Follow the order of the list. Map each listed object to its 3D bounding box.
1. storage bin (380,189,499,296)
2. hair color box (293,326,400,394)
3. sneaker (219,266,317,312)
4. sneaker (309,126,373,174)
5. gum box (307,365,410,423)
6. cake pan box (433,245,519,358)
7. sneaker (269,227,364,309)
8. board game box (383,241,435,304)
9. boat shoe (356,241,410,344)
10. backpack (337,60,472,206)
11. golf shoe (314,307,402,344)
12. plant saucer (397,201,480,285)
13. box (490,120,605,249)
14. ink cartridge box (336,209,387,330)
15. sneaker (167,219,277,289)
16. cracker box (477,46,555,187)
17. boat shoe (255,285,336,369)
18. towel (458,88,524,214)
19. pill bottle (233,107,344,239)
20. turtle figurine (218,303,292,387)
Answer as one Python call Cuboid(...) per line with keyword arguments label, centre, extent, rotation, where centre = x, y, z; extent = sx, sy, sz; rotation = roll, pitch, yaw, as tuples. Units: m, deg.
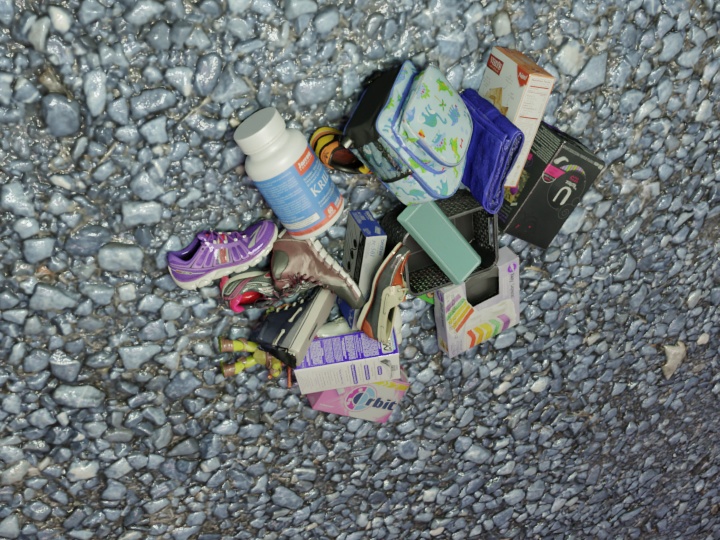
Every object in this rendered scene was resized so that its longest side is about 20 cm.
Cuboid(label="storage bin", centre=(0.148, -0.053, 1.490), extent=(0.198, 0.094, 0.137), rotation=(-18, 120, -18))
Cuboid(label="hair color box", centre=(-0.025, 0.170, 1.515), extent=(0.197, 0.066, 0.110), rotation=(-8, 148, 0))
Cuboid(label="sneaker", centre=(-0.151, 0.031, 1.451), extent=(0.197, 0.075, 0.081), rotation=(-16, 128, -13))
Cuboid(label="sneaker", centre=(0.013, -0.186, 1.360), extent=(0.197, 0.090, 0.071), rotation=(6, 121, -26))
Cuboid(label="gum box", centre=(-0.001, 0.241, 1.666), extent=(0.198, 0.066, 0.114), rotation=(18, 116, -32))
Cuboid(label="cake pan box", centre=(0.239, 0.063, 1.640), extent=(0.182, 0.052, 0.202), rotation=(-25, 133, -18))
Cuboid(label="sneaker", centre=(-0.092, 0.016, 1.411), extent=(0.115, 0.076, 0.200), rotation=(-42, 93, -14))
Cuboid(label="board game box", centre=(0.106, -0.002, 1.570), extent=(0.198, 0.030, 0.096), rotation=(24, 109, -31))
Cuboid(label="boat shoe", centre=(0.052, 0.041, 1.415), extent=(0.071, 0.062, 0.202), rotation=(-34, 151, -53))
Cuboid(label="backpack", centre=(0.092, -0.211, 1.292), extent=(0.146, 0.185, 0.200), rotation=(-11, 135, 42))
Cuboid(label="golf shoe", centre=(-0.008, 0.103, 1.577), extent=(0.197, 0.075, 0.093), rotation=(0, 108, -26))
Cuboid(label="plant saucer", centre=(0.145, -0.053, 1.422), extent=(0.070, 0.019, 0.200), rotation=(-46, 124, -2))
Cuboid(label="box", centre=(0.341, -0.160, 1.512), extent=(0.121, 0.106, 0.201), rotation=(18, 115, -31))
Cuboid(label="ink cartridge box", centre=(0.000, 0.000, 1.482), extent=(0.044, 0.094, 0.202), rotation=(-5, 125, -21))
Cuboid(label="sneaker", centre=(-0.235, -0.038, 1.367), extent=(0.198, 0.081, 0.084), rotation=(-25, 122, -5))
Cuboid(label="cracker box", centre=(0.247, -0.264, 1.381), extent=(0.057, 0.134, 0.202), rotation=(2, 121, -24))
Cuboid(label="boat shoe", centre=(-0.117, 0.079, 1.476), extent=(0.092, 0.201, 0.075), rotation=(20, 141, 13))
Cuboid(label="towel", centre=(0.197, -0.206, 1.356), extent=(0.049, 0.201, 0.149), rotation=(4, 121, -22))
Cuboid(label="pill bottle", centre=(-0.118, -0.158, 1.303), extent=(0.112, 0.113, 0.201), rotation=(-33, 123, 2))
Cuboid(label="turtle figurine", centre=(-0.187, 0.163, 1.533), extent=(0.159, 0.065, 0.202), rotation=(-9, 126, -18))
